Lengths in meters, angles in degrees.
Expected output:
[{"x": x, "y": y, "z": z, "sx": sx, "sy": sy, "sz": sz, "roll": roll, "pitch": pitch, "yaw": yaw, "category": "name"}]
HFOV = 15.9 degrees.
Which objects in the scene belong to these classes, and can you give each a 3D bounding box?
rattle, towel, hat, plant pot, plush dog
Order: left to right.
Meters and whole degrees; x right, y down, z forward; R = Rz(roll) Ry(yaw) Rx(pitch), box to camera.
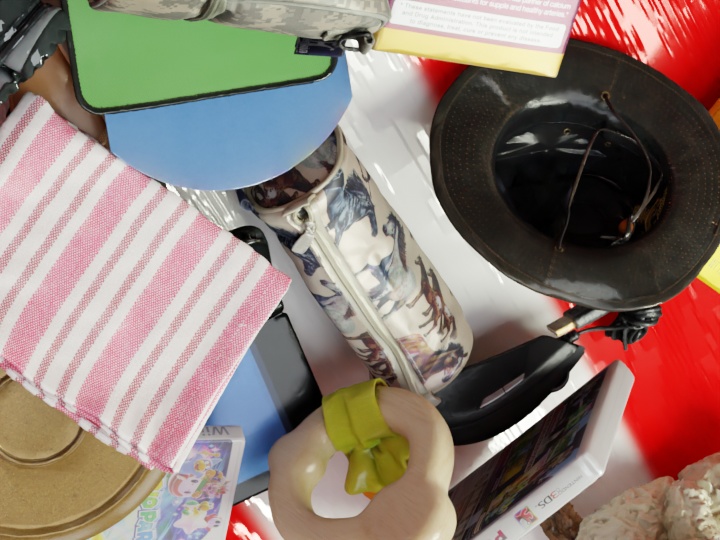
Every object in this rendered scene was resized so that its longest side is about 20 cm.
[{"x": -0.195, "y": 0.083, "z": 1.539, "sx": 0.200, "sy": 0.027, "sz": 0.200, "roll": -6, "pitch": 111, "yaw": -16, "category": "plant pot"}, {"x": -0.152, "y": 0.008, "z": 1.498, "sx": 0.200, "sy": 0.030, "sz": 0.147, "roll": 36, "pitch": 73, "yaw": -18, "category": "towel"}, {"x": 0.027, "y": 0.174, "z": 1.610, "sx": 0.130, "sy": 0.200, "sz": 0.143, "roll": -26, "pitch": 132, "yaw": -13, "category": "rattle"}, {"x": 0.134, "y": -0.054, "z": 1.658, "sx": 0.200, "sy": 0.081, "sz": 0.201, "roll": 4, "pitch": 70, "yaw": -12, "category": "hat"}, {"x": 0.233, "y": 0.189, "z": 1.816, "sx": 0.172, "sy": 0.161, "sz": 0.200, "roll": -26, "pitch": 152, "yaw": -22, "category": "plush dog"}]

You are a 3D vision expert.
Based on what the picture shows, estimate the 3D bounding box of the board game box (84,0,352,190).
[{"x": -0.092, "y": -0.148, "z": 1.537, "sx": 0.158, "sy": 0.039, "sz": 0.200, "roll": -12, "pitch": 96, "yaw": -23, "category": "board game box"}]

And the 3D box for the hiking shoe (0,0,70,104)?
[{"x": -0.255, "y": -0.113, "z": 1.486, "sx": 0.200, "sy": 0.074, "sz": 0.087, "roll": -37, "pitch": 101, "yaw": 27, "category": "hiking shoe"}]

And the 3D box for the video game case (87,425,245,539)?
[{"x": -0.181, "y": 0.156, "z": 1.618, "sx": 0.200, "sy": 0.018, "sz": 0.143, "roll": 0, "pitch": 127, "yaw": -17, "category": "video game case"}]

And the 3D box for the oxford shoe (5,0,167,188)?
[{"x": -0.170, "y": -0.088, "z": 1.549, "sx": 0.071, "sy": 0.071, "sz": 0.200, "roll": -22, "pitch": 115, "yaw": 9, "category": "oxford shoe"}]

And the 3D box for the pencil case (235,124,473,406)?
[{"x": 0.000, "y": 0.000, "z": 1.638, "sx": 0.078, "sy": 0.090, "sz": 0.200, "roll": -15, "pitch": 128, "yaw": 26, "category": "pencil case"}]

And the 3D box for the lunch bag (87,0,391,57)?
[{"x": -0.060, "y": -0.226, "z": 1.432, "sx": 0.167, "sy": 0.139, "sz": 0.200, "roll": 4, "pitch": 89, "yaw": -10, "category": "lunch bag"}]

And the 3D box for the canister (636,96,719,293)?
[{"x": 0.291, "y": -0.074, "z": 1.711, "sx": 0.148, "sy": 0.087, "sz": 0.200, "roll": 32, "pitch": 103, "yaw": -30, "category": "canister"}]

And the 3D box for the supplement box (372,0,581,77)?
[{"x": 0.072, "y": -0.230, "z": 1.536, "sx": 0.131, "sy": 0.103, "sz": 0.200, "roll": 8, "pitch": 114, "yaw": -24, "category": "supplement box"}]

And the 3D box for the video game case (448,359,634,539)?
[{"x": 0.095, "y": 0.145, "z": 1.674, "sx": 0.182, "sy": 0.200, "sz": 0.023, "roll": -40, "pitch": 93, "yaw": 19, "category": "video game case"}]

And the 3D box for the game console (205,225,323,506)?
[{"x": -0.125, "y": 0.083, "z": 1.613, "sx": 0.200, "sy": 0.117, "sz": 0.176, "roll": -25, "pitch": 162, "yaw": -7, "category": "game console"}]

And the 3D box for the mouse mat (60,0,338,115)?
[{"x": -0.102, "y": -0.198, "z": 1.498, "sx": 0.161, "sy": 0.008, "sz": 0.200, "roll": -10, "pitch": 95, "yaw": -16, "category": "mouse mat"}]

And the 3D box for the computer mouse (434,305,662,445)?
[{"x": 0.114, "y": 0.068, "z": 1.694, "sx": 0.200, "sy": 0.140, "sz": 0.046, "roll": -22, "pitch": 77, "yaw": -9, "category": "computer mouse"}]
